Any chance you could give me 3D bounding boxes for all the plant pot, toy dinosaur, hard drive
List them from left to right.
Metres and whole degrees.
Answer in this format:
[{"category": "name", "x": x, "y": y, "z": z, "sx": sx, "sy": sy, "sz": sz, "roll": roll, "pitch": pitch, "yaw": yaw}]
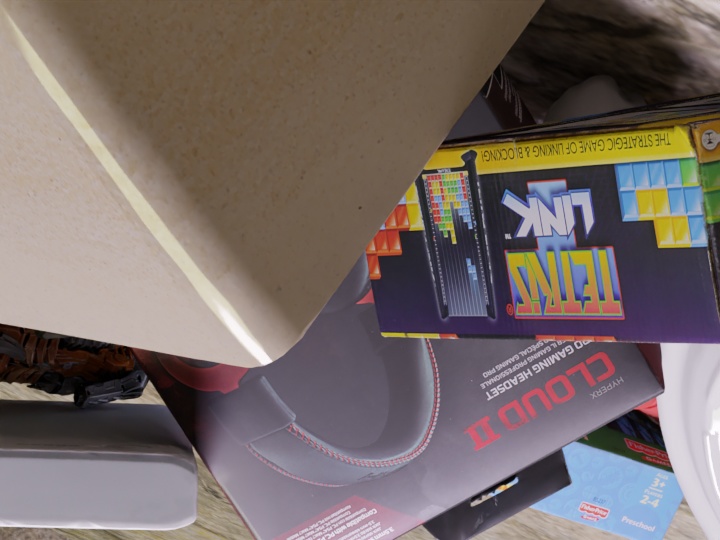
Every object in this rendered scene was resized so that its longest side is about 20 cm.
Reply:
[{"category": "hard drive", "x": -0.126, "y": 0.066, "z": 0.956, "sx": 0.132, "sy": 0.026, "sz": 0.200, "roll": 2, "pitch": -179, "yaw": -5}, {"category": "toy dinosaur", "x": -0.127, "y": 0.009, "z": 1.070, "sx": 0.136, "sy": 0.102, "sz": 0.200, "roll": 39, "pitch": -176, "yaw": 21}, {"category": "plant pot", "x": -0.077, "y": -0.113, "z": 0.747, "sx": 0.200, "sy": 0.200, "sz": 0.177, "roll": 7, "pitch": 145, "yaw": 52}]

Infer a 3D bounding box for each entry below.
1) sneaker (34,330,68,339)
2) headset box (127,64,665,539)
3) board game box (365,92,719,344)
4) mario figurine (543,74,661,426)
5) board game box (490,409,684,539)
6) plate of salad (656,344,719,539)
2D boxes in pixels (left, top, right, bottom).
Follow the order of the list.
[{"category": "sneaker", "x": -0.105, "y": -0.020, "z": 0.984, "sx": 0.200, "sy": 0.090, "sz": 0.067, "roll": 26, "pitch": 168, "yaw": 3}, {"category": "headset box", "x": 0.000, "y": 0.000, "z": 0.904, "sx": 0.200, "sy": 0.148, "sz": 0.075, "roll": 58, "pitch": -168, "yaw": -13}, {"category": "board game box", "x": 0.125, "y": -0.023, "z": 0.729, "sx": 0.200, "sy": 0.057, "sz": 0.165, "roll": -11, "pitch": -174, "yaw": -28}, {"category": "mario figurine", "x": 0.103, "y": -0.001, "z": 0.995, "sx": 0.199, "sy": 0.106, "sz": 0.123, "roll": 12, "pitch": 165, "yaw": -1}, {"category": "board game box", "x": 0.033, "y": 0.028, "z": 1.077, "sx": 0.151, "sy": 0.037, "sz": 0.200, "roll": 18, "pitch": -161, "yaw": -19}, {"category": "plate of salad", "x": 0.186, "y": 0.069, "z": 0.897, "sx": 0.200, "sy": 0.048, "sz": 0.200, "roll": 28, "pitch": 137, "yaw": 30}]
